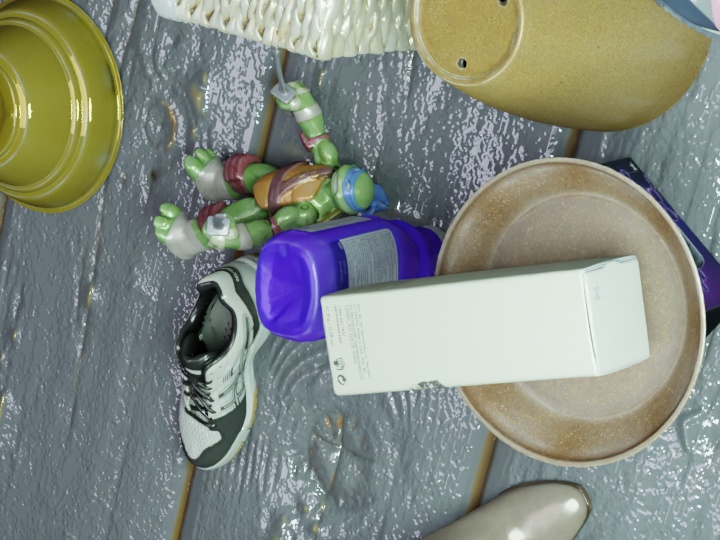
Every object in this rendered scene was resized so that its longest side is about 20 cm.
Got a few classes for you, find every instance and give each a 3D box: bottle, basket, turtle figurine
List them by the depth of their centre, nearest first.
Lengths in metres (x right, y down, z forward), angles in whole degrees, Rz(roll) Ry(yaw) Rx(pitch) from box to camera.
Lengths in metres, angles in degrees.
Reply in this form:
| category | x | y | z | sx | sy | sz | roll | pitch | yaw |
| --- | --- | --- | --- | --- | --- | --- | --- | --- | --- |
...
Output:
| category | x | y | z | sx | sy | sz | roll | pitch | yaw |
| --- | --- | --- | --- | --- | --- | --- | --- | --- | --- |
| basket | -0.028 | -0.269 | 1.601 | 0.160 | 0.198 | 0.202 | 23 | 110 | 28 |
| bottle | 0.000 | 0.000 | 1.622 | 0.065 | 0.199 | 0.084 | 9 | 104 | 33 |
| turtle figurine | -0.094 | -0.084 | 1.702 | 0.193 | 0.199 | 0.146 | -11 | 76 | 45 |

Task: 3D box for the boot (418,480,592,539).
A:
| category | x | y | z | sx | sy | sz | roll | pitch | yaw |
| --- | --- | --- | --- | --- | --- | --- | --- | --- | --- |
| boot | 0.070 | 0.230 | 1.644 | 0.200 | 0.146 | 0.071 | -37 | 75 | 34 |

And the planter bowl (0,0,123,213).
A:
| category | x | y | z | sx | sy | sz | roll | pitch | yaw |
| --- | --- | --- | --- | --- | --- | --- | --- | --- | --- |
| planter bowl | -0.312 | -0.147 | 1.895 | 0.199 | 0.083 | 0.203 | 7 | 103 | 35 |

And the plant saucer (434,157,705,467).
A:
| category | x | y | z | sx | sy | sz | roll | pitch | yaw |
| --- | --- | --- | --- | --- | --- | --- | --- | --- | --- |
| plant saucer | 0.140 | 0.026 | 1.381 | 0.199 | 0.037 | 0.203 | 5 | 100 | 32 |

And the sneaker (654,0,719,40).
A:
| category | x | y | z | sx | sy | sz | roll | pitch | yaw |
| --- | --- | --- | --- | --- | --- | --- | --- | --- | --- |
| sneaker | 0.278 | -0.189 | 1.439 | 0.199 | 0.070 | 0.082 | 31 | 142 | 3 |

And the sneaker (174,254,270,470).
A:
| category | x | y | z | sx | sy | sz | roll | pitch | yaw |
| --- | --- | --- | --- | --- | --- | --- | --- | --- | --- |
| sneaker | -0.131 | 0.081 | 1.801 | 0.075 | 0.087 | 0.202 | 25 | 113 | 28 |

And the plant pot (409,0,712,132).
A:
| category | x | y | z | sx | sy | sz | roll | pitch | yaw |
| --- | --- | --- | --- | --- | --- | --- | --- | --- | --- |
| plant pot | 0.127 | -0.183 | 1.502 | 0.185 | 0.199 | 0.188 | 7 | 102 | 33 |

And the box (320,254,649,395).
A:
| category | x | y | z | sx | sy | sz | roll | pitch | yaw |
| --- | --- | --- | --- | --- | --- | --- | --- | --- | --- |
| box | 0.078 | 0.036 | 1.355 | 0.199 | 0.082 | 0.069 | -6 | 94 | 35 |

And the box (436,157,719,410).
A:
| category | x | y | z | sx | sy | sz | roll | pitch | yaw |
| --- | --- | --- | --- | --- | --- | --- | --- | --- | --- |
| box | 0.167 | 0.004 | 1.503 | 0.141 | 0.199 | 0.079 | 49 | 121 | 17 |
